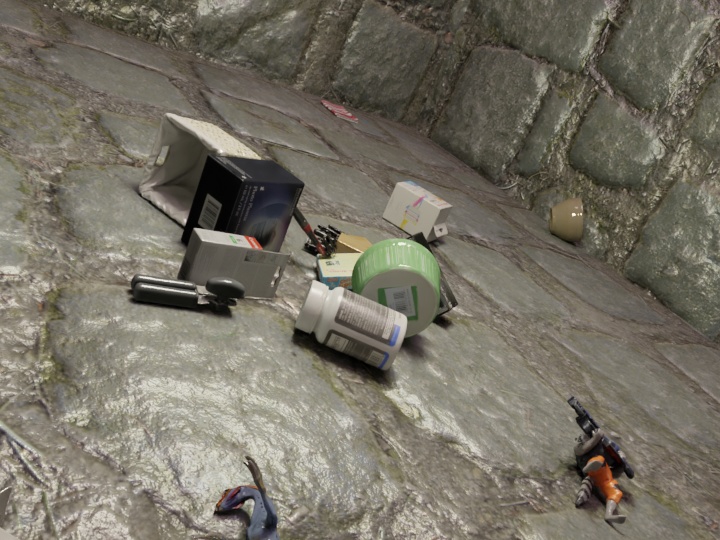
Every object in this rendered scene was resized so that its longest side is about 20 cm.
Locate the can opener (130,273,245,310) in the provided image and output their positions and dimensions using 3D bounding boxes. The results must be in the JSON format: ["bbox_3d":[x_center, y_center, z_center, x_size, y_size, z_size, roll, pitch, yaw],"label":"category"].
[{"bbox_3d":[-0.307,0.032,1.207,0.196,0.068,0.053,6,28,-31],"label":"can opener"}]

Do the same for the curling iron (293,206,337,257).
[{"bbox_3d":[-0.122,-0.109,1.553,0.200,0.025,0.050,49,58,-20],"label":"curling iron"}]

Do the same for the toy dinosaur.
[{"bbox_3d":[-0.121,0.324,0.771,0.203,0.103,0.182,61,3,-10],"label":"toy dinosaur"}]

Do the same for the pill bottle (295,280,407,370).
[{"bbox_3d":[-0.019,0.102,1.295,0.196,0.116,0.114,24,21,-6],"label":"pill bottle"}]

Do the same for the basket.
[{"bbox_3d":[-0.365,-0.221,1.543,0.198,0.201,0.160,33,18,22],"label":"basket"}]

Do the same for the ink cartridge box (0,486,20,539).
[{"bbox_3d":[-0.330,0.277,0.523,0.066,0.119,0.200,28,22,6],"label":"ink cartridge box"}]

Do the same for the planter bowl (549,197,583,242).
[{"bbox_3d":[0.939,-0.232,3.105,0.131,0.205,0.201,0,18,10],"label":"planter bowl"}]

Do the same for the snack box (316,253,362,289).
[{"bbox_3d":[0.000,0.000,1.574,0.195,0.038,0.117,-1,27,-11],"label":"snack box"}]

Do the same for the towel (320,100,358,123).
[{"bbox_3d":[-0.107,-0.815,3.464,0.142,0.023,0.200,9,27,-36],"label":"towel"}]

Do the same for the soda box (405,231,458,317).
[{"bbox_3d":[0.159,0.012,1.645,0.203,0.063,0.070,64,28,2],"label":"soda box"}]

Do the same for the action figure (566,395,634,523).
[{"bbox_3d":[0.423,0.346,1.258,0.201,0.104,0.193,52,17,-1],"label":"action figure"}]

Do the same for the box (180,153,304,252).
[{"bbox_3d":[-0.247,-0.126,1.441,0.122,0.203,0.197,35,23,27],"label":"box"}]

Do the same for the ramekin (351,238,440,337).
[{"bbox_3d":[0.077,0.045,1.432,0.196,0.203,0.098,20,28,-12],"label":"ramekin"}]

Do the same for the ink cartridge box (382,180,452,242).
[{"bbox_3d":[0.196,-0.186,2.196,0.198,0.127,0.128,32,22,18],"label":"ink cartridge box"}]

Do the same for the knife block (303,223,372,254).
[{"bbox_3d":[-0.038,-0.040,1.676,0.173,0.065,0.200,5,30,-42],"label":"knife block"}]

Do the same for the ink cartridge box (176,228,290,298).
[{"bbox_3d":[-0.242,-0.010,1.305,0.197,0.111,0.050,7,26,-40],"label":"ink cartridge box"}]
